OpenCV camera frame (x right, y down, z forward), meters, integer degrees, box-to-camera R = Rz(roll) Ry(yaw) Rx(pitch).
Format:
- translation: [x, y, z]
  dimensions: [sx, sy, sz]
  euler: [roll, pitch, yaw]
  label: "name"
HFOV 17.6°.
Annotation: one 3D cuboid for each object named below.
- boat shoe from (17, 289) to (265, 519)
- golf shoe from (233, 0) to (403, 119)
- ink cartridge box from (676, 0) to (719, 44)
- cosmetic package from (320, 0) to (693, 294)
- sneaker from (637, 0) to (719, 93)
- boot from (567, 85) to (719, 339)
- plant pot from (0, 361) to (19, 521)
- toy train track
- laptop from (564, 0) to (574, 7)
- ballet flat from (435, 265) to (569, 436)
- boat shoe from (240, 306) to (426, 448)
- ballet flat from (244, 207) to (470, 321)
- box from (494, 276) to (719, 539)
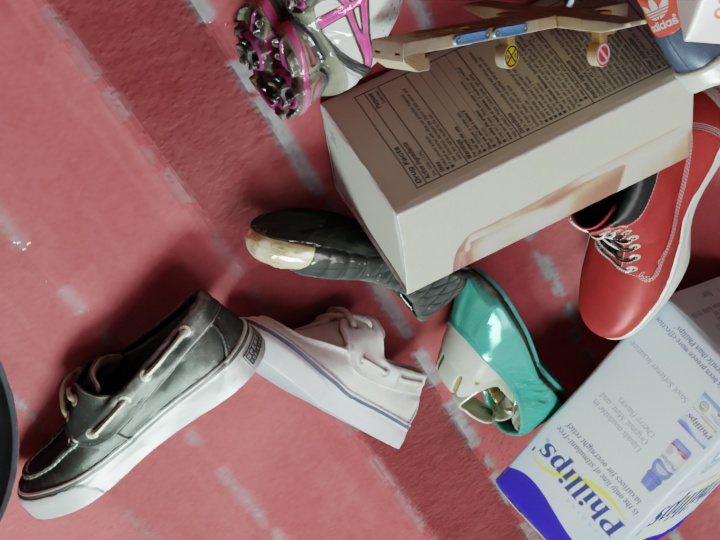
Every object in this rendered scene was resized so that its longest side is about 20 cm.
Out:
- translation: [-0.150, 0.079, 1.438]
  dimensions: [0.200, 0.071, 0.064]
  euler: [-38, 115, 22]
  label: "boat shoe"
- translation: [-0.014, -0.166, 1.225]
  dimensions: [0.092, 0.073, 0.200]
  euler: [-29, 158, -21]
  label: "golf shoe"
- translation: [0.226, -0.171, 1.156]
  dimensions: [0.199, 0.068, 0.117]
  euler: [3, 139, -7]
  label: "ink cartridge box"
- translation: [0.089, -0.083, 1.387]
  dimensions: [0.200, 0.104, 0.087]
  euler: [-24, 146, -11]
  label: "cosmetic package"
- translation: [0.222, -0.194, 1.352]
  dimensions: [0.075, 0.085, 0.200]
  euler: [-22, -155, 47]
  label: "sneaker"
- translation: [0.163, -0.022, 1.521]
  dimensions: [0.144, 0.072, 0.200]
  euler: [-30, 147, -47]
  label: "boot"
- translation: [-0.296, 0.102, 1.243]
  dimensions: [0.200, 0.201, 0.134]
  euler: [-15, 170, -26]
  label: "plant pot"
- translation: [0.081, -0.124, 1.297]
  dimensions: [0.200, 0.114, 0.033]
  euler: [-15, 111, -46]
  label: "toy train track"
- translation: [0.186, -0.254, 1.243]
  dimensions: [0.103, 0.200, 0.178]
  euler: [15, 134, -3]
  label: "laptop"
- translation: [0.091, 0.067, 1.614]
  dimensions: [0.070, 0.067, 0.200]
  euler: [-41, 149, -3]
  label: "ballet flat"
- translation: [-0.016, 0.056, 1.525]
  dimensions: [0.200, 0.071, 0.070]
  euler: [33, 83, -51]
  label: "boat shoe"
- translation: [0.000, 0.000, 1.447]
  dimensions: [0.200, 0.066, 0.057]
  euler: [12, 110, -50]
  label: "ballet flat"
- translation: [0.226, 0.109, 1.704]
  dimensions: [0.200, 0.105, 0.184]
  euler: [-50, 163, 25]
  label: "box"
